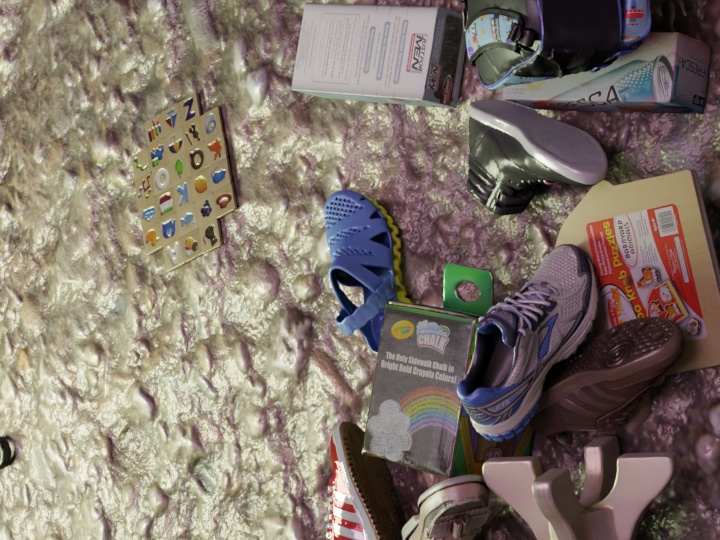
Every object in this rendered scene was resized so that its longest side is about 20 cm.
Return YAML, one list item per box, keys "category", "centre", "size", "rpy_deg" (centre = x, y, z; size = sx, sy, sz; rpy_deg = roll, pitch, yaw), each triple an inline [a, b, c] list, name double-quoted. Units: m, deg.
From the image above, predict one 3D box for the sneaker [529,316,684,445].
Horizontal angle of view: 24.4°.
- category: "sneaker"
  centre: [0.235, 0.106, 1.552]
  size: [0.199, 0.076, 0.071]
  rpy_deg: [-27, 25, 43]

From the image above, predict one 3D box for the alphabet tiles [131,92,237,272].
- category: "alphabet tiles"
  centre: [-0.218, -0.108, 2.036]
  size: [0.166, 0.006, 0.202]
  rpy_deg: [-25, 68, 37]

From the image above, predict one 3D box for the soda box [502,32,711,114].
- category: "soda box"
  centre: [0.234, -0.190, 1.597]
  size: [0.199, 0.063, 0.069]
  rpy_deg: [6, 88, 43]

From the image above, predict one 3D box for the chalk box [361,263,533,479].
- category: "chalk box"
  centre: [0.098, 0.097, 1.642]
  size: [0.124, 0.123, 0.202]
  rpy_deg: [11, 90, 43]

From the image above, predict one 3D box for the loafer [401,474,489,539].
- category: "loafer"
  centre: [0.088, 0.255, 1.618]
  size: [0.200, 0.071, 0.063]
  rpy_deg: [113, 149, -64]

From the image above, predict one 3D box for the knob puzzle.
- category: "knob puzzle"
  centre: [0.257, 0.010, 1.561]
  size: [0.219, 0.030, 0.222]
  rpy_deg: [14, 110, 43]

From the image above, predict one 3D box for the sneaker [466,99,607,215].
- category: "sneaker"
  centre: [0.171, -0.093, 1.622]
  size: [0.200, 0.070, 0.100]
  rpy_deg: [35, 129, 51]

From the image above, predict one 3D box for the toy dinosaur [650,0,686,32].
- category: "toy dinosaur"
  centre: [0.297, -0.333, 1.561]
  size: [0.102, 0.077, 0.201]
  rpy_deg: [28, 93, 6]

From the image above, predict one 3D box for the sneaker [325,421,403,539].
- category: "sneaker"
  centre: [-0.016, 0.269, 1.755]
  size: [0.112, 0.071, 0.201]
  rpy_deg: [-32, 66, 31]

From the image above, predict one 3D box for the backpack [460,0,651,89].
- category: "backpack"
  centre: [0.169, -0.258, 1.534]
  size: [0.200, 0.133, 0.184]
  rpy_deg: [147, 120, -74]

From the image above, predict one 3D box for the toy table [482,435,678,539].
- category: "toy table"
  centre: [0.200, 0.226, 1.504]
  size: [0.198, 0.184, 0.118]
  rpy_deg: [-7, 94, 17]

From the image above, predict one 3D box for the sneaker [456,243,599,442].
- category: "sneaker"
  centre: [0.153, 0.057, 1.540]
  size: [0.077, 0.085, 0.201]
  rpy_deg: [14, 70, 43]

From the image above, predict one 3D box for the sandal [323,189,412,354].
- category: "sandal"
  centre: [0.000, 0.000, 1.769]
  size: [0.079, 0.087, 0.201]
  rpy_deg: [-39, 58, 34]

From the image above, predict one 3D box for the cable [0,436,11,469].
- category: "cable"
  centre: [-0.552, 0.244, 2.261]
  size: [0.199, 0.050, 0.098]
  rpy_deg: [20, 99, 43]

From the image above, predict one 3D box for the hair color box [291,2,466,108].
- category: "hair color box"
  centre: [0.020, -0.234, 1.800]
  size: [0.199, 0.060, 0.100]
  rpy_deg: [10, 91, 43]
